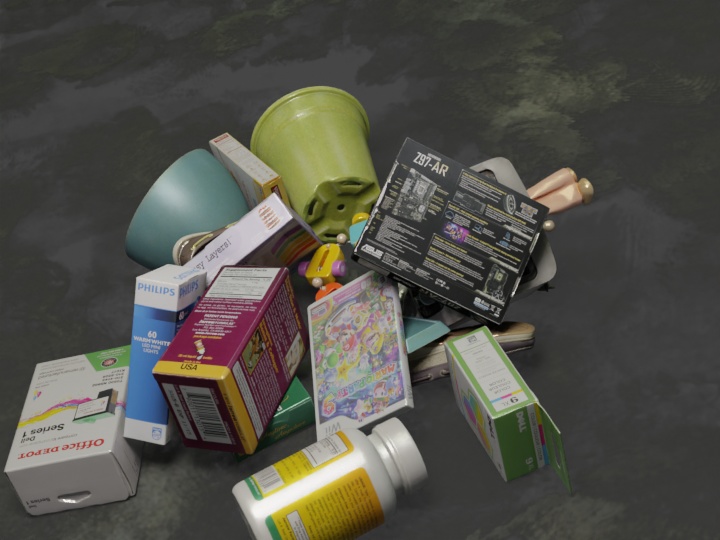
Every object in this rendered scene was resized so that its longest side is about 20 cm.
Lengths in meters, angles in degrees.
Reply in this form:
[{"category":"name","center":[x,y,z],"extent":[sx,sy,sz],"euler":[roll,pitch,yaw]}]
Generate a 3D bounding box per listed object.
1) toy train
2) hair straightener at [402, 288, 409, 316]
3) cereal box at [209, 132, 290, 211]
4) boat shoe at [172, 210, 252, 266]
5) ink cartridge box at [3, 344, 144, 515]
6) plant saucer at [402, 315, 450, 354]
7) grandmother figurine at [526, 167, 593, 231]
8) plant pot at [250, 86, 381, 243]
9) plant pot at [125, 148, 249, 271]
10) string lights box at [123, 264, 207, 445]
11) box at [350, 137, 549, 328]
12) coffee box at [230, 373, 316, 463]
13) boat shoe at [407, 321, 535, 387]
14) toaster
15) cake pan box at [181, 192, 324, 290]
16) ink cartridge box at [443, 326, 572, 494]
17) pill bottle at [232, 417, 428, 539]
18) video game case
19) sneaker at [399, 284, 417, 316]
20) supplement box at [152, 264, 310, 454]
[{"category":"toy train","center":[0.000,0.000,1.500],"extent":[0.200,0.056,0.150],"euler":[-45,42,-19]},{"category":"hair straightener","center":[0.120,0.016,1.481],"extent":[0.199,0.077,0.041],"euler":[-39,-2,-17]},{"category":"cereal box","center":[-0.163,-0.117,1.698],"extent":[0.039,0.145,0.200],"euler":[-29,37,-17]},{"category":"boat shoe","center":[-0.169,-0.041,1.560],"extent":[0.198,0.073,0.059],"euler":[-17,18,-27]},{"category":"ink cartridge box","center":[-0.357,0.202,1.395],"extent":[0.143,0.085,0.201],"euler":[-11,36,6]},{"category":"plant saucer","center":[0.035,0.077,1.401],"extent":[0.069,0.019,0.199],"euler":[-27,15,-25]},{"category":"grandmother figurine","center":[0.234,-0.090,1.585],"extent":[0.198,0.061,0.121],"euler":[-25,28,-16]},{"category":"plant pot","center":[-0.054,-0.149,1.681],"extent":[0.198,0.201,0.185],"euler":[-19,47,-5]},{"category":"plant pot","center":[-0.239,-0.063,1.642],"extent":[0.134,0.201,0.200],"euler":[35,53,10]},{"category":"string lights box","center":[-0.241,0.102,1.352],"extent":[0.058,0.202,0.103],"euler":[9,11,11]},{"category":"box","center":[0.109,-0.045,1.321],"extent":[0.198,0.044,0.162],"euler":[25,79,-2]},{"category":"coffee box","center":[-0.148,0.154,1.415],"extent":[0.122,0.044,0.200],"euler":[-27,37,-14]},{"category":"boat shoe","center":[0.124,0.109,1.353],"extent":[0.198,0.066,0.072],"euler":[-12,7,11]},{"category":"toaster","center":[0.146,-0.031,1.406],"extent":[0.198,0.182,0.119],"euler":[-22,-6,-11]},{"category":"cake pan box","center":[-0.156,-0.007,1.482],"extent":[0.199,0.184,0.052],"euler":[-38,72,1]},{"category":"ink cartridge box","center":[0.163,0.165,1.229],"extent":[0.059,0.105,0.200],"euler":[-21,36,-7]},{"category":"pill bottle","center":[-0.030,0.243,1.192],"extent":[0.199,0.114,0.113],"euler":[-26,37,-13]},{"category":"video game case","center":[-0.004,0.104,1.339],"extent":[0.142,0.018,0.202],"euler":[-29,51,30]},{"category":"sneaker","center":[0.075,-0.013,1.524],"extent":[0.081,0.075,0.200],"euler":[16,47,34]},{"category":"supplement box","center":[-0.152,0.105,1.331],"extent":[0.102,0.132,0.201],"euler":[2,39,24]}]
